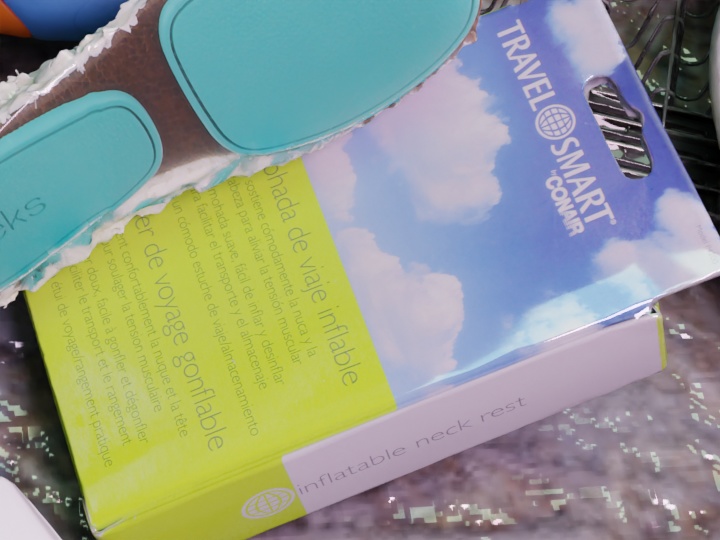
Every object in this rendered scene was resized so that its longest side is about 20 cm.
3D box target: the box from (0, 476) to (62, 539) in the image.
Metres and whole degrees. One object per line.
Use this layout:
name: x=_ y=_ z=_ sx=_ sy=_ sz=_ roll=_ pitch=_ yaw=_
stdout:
box: x=-0.140 y=0.160 z=0.540 sx=0.199 sy=0.113 sz=0.101 roll=-31 pitch=67 yaw=-28

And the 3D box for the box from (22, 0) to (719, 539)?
box: x=0.000 y=0.000 z=0.687 sx=0.199 sy=0.048 sz=0.122 roll=-21 pitch=59 yaw=-1

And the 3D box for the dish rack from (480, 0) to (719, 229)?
dish rack: x=0.069 y=-0.092 z=0.804 sx=0.152 sy=0.055 sz=0.201 roll=13 pitch=55 yaw=-1

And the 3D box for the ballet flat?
ballet flat: x=-0.063 y=-0.055 z=0.671 sx=0.199 sy=0.072 sz=0.072 roll=-27 pitch=62 yaw=-7

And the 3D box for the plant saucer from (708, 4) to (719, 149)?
plant saucer: x=0.192 y=-0.026 z=0.764 sx=0.199 sy=0.050 sz=0.201 roll=14 pitch=57 yaw=-24

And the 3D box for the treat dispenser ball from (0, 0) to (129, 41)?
treat dispenser ball: x=-0.095 y=-0.174 z=0.720 sx=0.199 sy=0.201 sz=0.202 roll=6 pitch=54 yaw=-8
